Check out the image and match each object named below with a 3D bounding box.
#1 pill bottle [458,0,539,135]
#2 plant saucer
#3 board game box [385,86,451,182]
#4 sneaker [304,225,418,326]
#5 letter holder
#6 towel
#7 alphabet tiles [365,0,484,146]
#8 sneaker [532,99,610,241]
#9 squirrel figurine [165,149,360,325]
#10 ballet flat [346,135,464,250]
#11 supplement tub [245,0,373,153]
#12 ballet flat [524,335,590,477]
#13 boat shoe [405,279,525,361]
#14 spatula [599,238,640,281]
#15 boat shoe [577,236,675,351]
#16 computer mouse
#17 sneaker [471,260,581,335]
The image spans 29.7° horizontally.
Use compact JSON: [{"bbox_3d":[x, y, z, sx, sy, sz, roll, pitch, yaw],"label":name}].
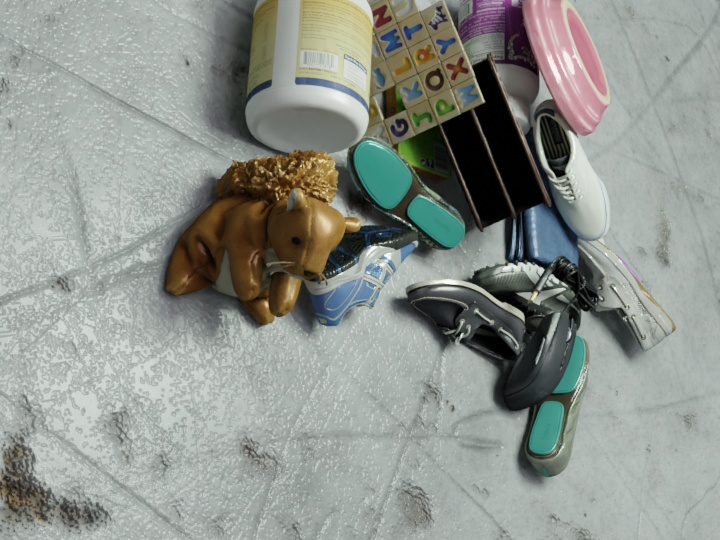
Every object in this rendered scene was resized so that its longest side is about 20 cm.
[{"bbox_3d":[0.187,-0.281,1.839,0.112,0.112,0.202,17,64,-36],"label":"pill bottle"},{"bbox_3d":[0.278,-0.280,1.796,0.201,0.050,0.202,50,28,-39],"label":"plant saucer"},{"bbox_3d":[0.074,-0.222,1.776,0.095,0.030,0.202,14,69,-39],"label":"board game box"},{"bbox_3d":[0.000,0.000,1.613,0.199,0.075,0.078,-29,120,-46],"label":"sneaker"},{"bbox_3d":[0.157,-0.158,1.699,0.142,0.100,0.201,-54,122,-83],"label":"letter holder"},{"bbox_3d":[0.253,-0.092,1.872,0.111,0.048,0.202,19,62,-36],"label":"towel"},{"bbox_3d":[0.045,-0.267,1.676,0.008,0.166,0.202,-22,89,-62],"label":"alphabet tiles"},{"bbox_3d":[0.273,-0.127,1.806,0.201,0.073,0.071,65,29,-8],"label":"sneaker"},{"bbox_3d":[-0.090,-0.054,1.461,0.141,0.186,0.202,27,58,-31],"label":"squirrel figurine"},{"bbox_3d":[0.047,-0.096,1.684,0.200,0.074,0.075,44,51,-26],"label":"ballet flat"},{"bbox_3d":[-0.058,-0.252,1.590,0.144,0.144,0.202,19,63,-35],"label":"supplement tub"},{"bbox_3d":[0.260,0.179,1.781,0.064,0.067,0.201,61,41,-45],"label":"ballet flat"},{"bbox_3d":[0.135,0.063,1.696,0.199,0.072,0.063,22,58,-39],"label":"boat shoe"},{"bbox_3d":[0.339,-0.047,1.949,0.056,0.020,0.201,-39,101,-38],"label":"spatula"},{"bbox_3d":[0.354,0.031,1.902,0.069,0.071,0.200,-42,93,2],"label":"boat shoe"},{"bbox_3d":[0.240,0.083,1.724,0.201,0.046,0.141,-54,139,-12],"label":"computer mouse"},{"bbox_3d":[0.228,0.043,1.787,0.199,0.066,0.091,12,65,-40],"label":"sneaker"}]
